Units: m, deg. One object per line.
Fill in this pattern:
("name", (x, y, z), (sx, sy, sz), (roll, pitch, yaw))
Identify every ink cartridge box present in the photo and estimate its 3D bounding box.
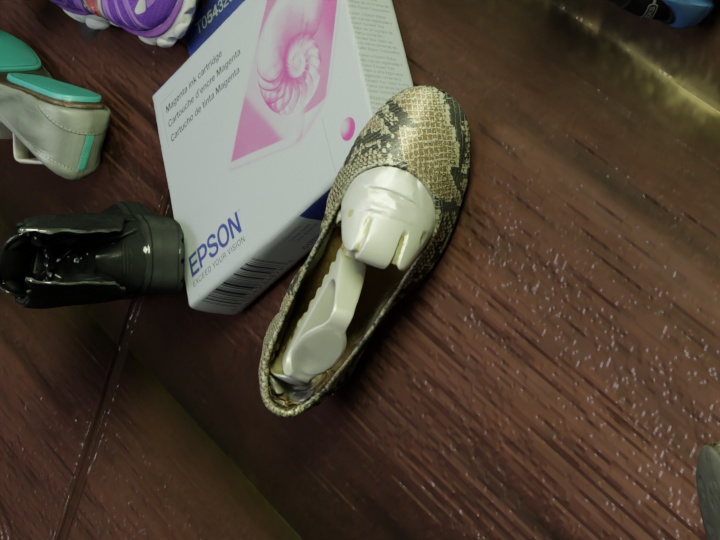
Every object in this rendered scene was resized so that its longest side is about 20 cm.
("ink cartridge box", (-0.050, -0.107, 1.470), (0.196, 0.043, 0.201), (-41, 54, 44))

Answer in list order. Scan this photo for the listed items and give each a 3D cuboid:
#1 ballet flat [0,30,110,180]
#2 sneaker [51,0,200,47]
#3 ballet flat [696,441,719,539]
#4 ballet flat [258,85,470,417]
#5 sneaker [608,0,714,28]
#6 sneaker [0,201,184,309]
("ballet flat", (-0.227, -0.108, 1.698), (0.200, 0.067, 0.064), (33, 117, 52))
("sneaker", (-0.158, -0.184, 1.593), (0.200, 0.083, 0.081), (5, 80, 54))
("ballet flat", (0.195, 0.143, 1.082), (0.200, 0.046, 0.068), (-120, 18, -48))
("ballet flat", (0.000, 0.000, 1.350), (0.200, 0.068, 0.075), (-61, 3, 30))
("sneaker", (0.098, -0.183, 1.238), (0.200, 0.082, 0.071), (51, 124, 46))
("sneaker", (-0.167, -0.009, 1.521), (0.200, 0.104, 0.060), (-176, 84, -71))
